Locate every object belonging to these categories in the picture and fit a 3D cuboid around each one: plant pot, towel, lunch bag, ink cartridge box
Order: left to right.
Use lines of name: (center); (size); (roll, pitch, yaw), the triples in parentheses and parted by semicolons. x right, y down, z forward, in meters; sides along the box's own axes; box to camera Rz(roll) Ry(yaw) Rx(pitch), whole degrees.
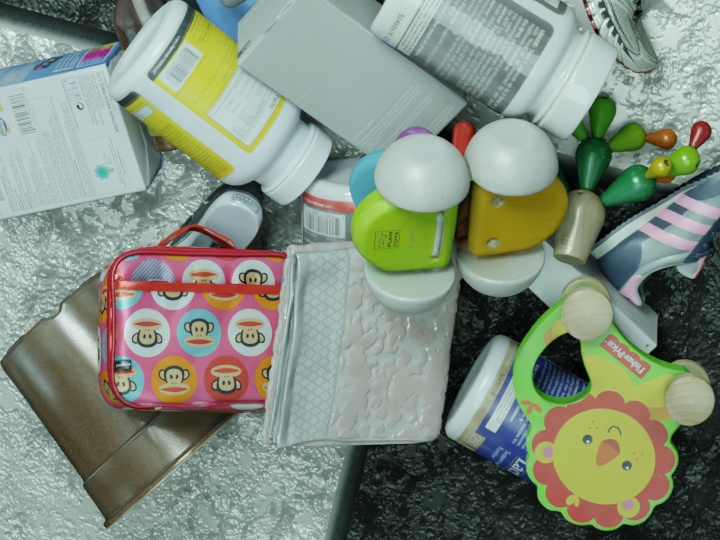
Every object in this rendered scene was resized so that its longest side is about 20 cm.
ink cartridge box: (-0.313, -0.135, 1.718); (0.199, 0.076, 0.137); (-11, 112, 12)
plant pot: (-0.243, 0.119, 1.746); (0.200, 0.200, 0.198); (-42, 89, 20)
lunch bag: (-0.148, 0.045, 1.641); (0.199, 0.082, 0.177); (1, 82, -19)
towel: (0.006, 0.069, 1.629); (0.190, 0.032, 0.201); (-2, 108, -30)

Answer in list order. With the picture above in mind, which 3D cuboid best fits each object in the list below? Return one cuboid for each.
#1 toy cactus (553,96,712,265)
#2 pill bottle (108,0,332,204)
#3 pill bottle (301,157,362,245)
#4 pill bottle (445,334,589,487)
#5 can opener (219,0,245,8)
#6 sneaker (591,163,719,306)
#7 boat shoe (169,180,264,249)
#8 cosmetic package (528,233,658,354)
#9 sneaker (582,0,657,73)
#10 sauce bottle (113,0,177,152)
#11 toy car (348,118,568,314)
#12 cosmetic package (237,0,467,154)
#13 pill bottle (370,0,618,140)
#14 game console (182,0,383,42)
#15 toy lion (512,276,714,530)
toy cactus: (0.215, -0.089, 1.610); (0.199, 0.102, 0.166); (11, 74, 15)
pill bottle: (-0.127, -0.151, 1.620); (0.200, 0.112, 0.112); (37, 112, -19)
pill bottle: (0.000, 0.000, 1.690); (0.115, 0.116, 0.201); (3, 110, 9)
pill bottle: (0.193, 0.158, 1.709); (0.199, 0.116, 0.116); (29, 112, 0)
can opener: (-0.038, -0.290, 1.608); (0.199, 0.053, 0.067); (-29, 101, 13)
sneaker: (0.317, -0.042, 1.639); (0.199, 0.070, 0.082); (-33, 89, 25)
boat shoe: (-0.153, -0.031, 1.732); (0.070, 0.066, 0.200); (28, 136, -12)
cosmetic package: (0.199, 0.007, 1.674); (0.200, 0.083, 0.051); (43, 110, -5)
sneaker: (0.235, -0.274, 1.572); (0.082, 0.078, 0.201); (-16, 105, 14)
sauce bottle: (-0.201, -0.217, 1.678); (0.066, 0.066, 0.201); (-15, 107, 15)
toy car: (0.078, -0.069, 1.555); (0.199, 0.150, 0.176); (-11, 136, -16)
cosmetic package: (-0.009, -0.191, 1.607); (0.200, 0.090, 0.107); (36, 116, -23)
pill bottle: (0.119, -0.206, 1.529); (0.199, 0.114, 0.114); (32, 112, -3)
game console: (-0.075, -0.254, 1.661); (0.176, 0.031, 0.201); (-22, 104, 17)
toy lion: (0.220, 0.136, 1.622); (0.200, 0.069, 0.192); (40, 102, -4)
